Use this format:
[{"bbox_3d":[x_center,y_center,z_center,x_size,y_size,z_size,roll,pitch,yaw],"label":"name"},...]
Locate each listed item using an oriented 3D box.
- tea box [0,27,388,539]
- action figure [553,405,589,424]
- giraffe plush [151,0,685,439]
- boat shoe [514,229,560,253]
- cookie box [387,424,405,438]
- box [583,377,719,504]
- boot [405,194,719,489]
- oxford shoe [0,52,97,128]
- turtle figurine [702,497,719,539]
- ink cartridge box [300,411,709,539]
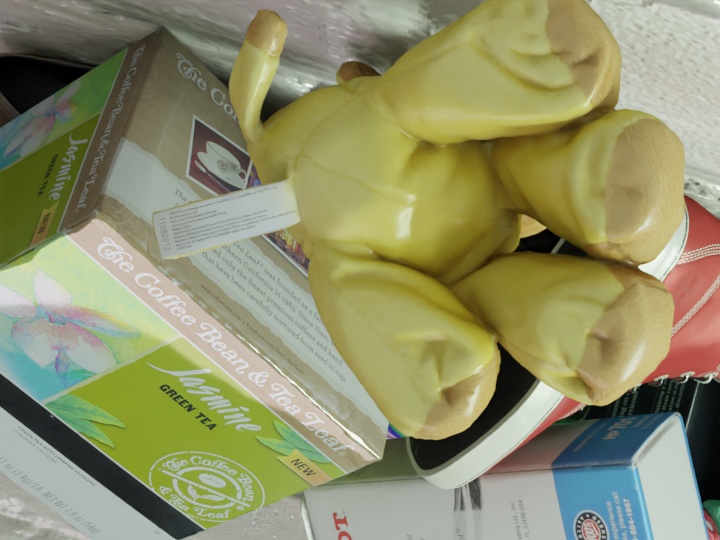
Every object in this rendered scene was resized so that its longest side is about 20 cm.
[{"bbox_3d":[-0.111,0.020,0.880,0.196,0.134,0.200,-27,125,34],"label":"tea box"},{"bbox_3d":[0.098,0.028,1.008,0.117,0.055,0.200,-22,-163,-18],"label":"action figure"},{"bbox_3d":[0.035,-0.029,0.711,0.198,0.174,0.162,4,-173,12],"label":"giraffe plush"},{"bbox_3d":[0.057,-0.026,0.860,0.199,0.070,0.066,23,131,-22],"label":"boat shoe"},{"bbox_3d":[0.064,0.103,1.391,0.198,0.076,0.171,16,170,12],"label":"cookie box"},{"bbox_3d":[0.186,0.106,1.129,0.196,0.125,0.199,8,165,46],"label":"box"},{"bbox_3d":[0.127,0.052,0.868,0.144,0.073,0.200,23,123,-36],"label":"boot"},{"bbox_3d":[-0.114,-0.062,0.927,0.198,0.072,0.073,18,164,-2],"label":"oxford shoe"},{"bbox_3d":[0.260,0.135,0.979,0.101,0.199,0.151,-117,7,-62],"label":"turtle figurine"},{"bbox_3d":[0.084,0.164,0.936,0.199,0.148,0.086,-8,-168,32],"label":"ink cartridge box"}]
